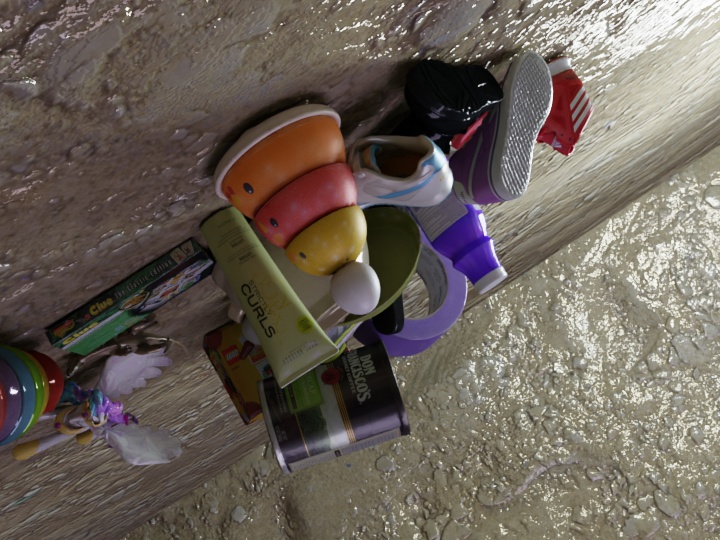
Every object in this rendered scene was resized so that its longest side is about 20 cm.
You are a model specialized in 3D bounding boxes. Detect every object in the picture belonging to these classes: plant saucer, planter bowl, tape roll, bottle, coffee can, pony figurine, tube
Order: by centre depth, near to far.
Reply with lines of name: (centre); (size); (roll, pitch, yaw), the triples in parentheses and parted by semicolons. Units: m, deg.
tube: (-0.106, 0.024, 1.055); (0.058, 0.201, 0.052); (-36, 170, 26)
planter bowl: (-0.066, 0.003, 1.186); (0.199, 0.135, 0.200); (-37, 169, -8)
plant saucer: (0.000, 0.000, 1.298); (0.199, 0.201, 0.031); (-34, 129, 7)
bottle: (0.128, -0.064, 1.308); (0.083, 0.201, 0.065); (-39, 166, 26)
pony figurine: (-0.356, 0.200, 1.308); (0.199, 0.169, 0.192); (-22, 170, 40)
coffee can: (-0.039, 0.204, 1.422); (0.197, 0.148, 0.146); (-18, 167, -3)
tape roll: (0.063, 0.028, 1.508); (0.198, 0.201, 0.085); (-26, 166, -26)

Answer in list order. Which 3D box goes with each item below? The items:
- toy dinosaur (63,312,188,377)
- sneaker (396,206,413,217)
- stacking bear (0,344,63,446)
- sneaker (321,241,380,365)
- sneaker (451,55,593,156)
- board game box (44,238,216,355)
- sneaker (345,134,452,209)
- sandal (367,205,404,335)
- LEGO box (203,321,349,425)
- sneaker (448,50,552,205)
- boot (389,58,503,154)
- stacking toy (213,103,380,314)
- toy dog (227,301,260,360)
toy dinosaur: (-0.292, 0.092, 1.250); (0.198, 0.059, 0.101); (-8, 170, -46)
sneaker: (0.136, -0.111, 1.440); (0.199, 0.076, 0.105); (-35, 164, -11)
stacking bear: (-0.385, 0.131, 1.016); (0.113, 0.123, 0.200); (-26, 178, 6)
sneaker: (-0.026, 0.045, 1.356); (0.201, 0.074, 0.081); (-57, 145, 8)
sneaker: (0.218, -0.188, 1.246); (0.199, 0.116, 0.078); (-32, 168, -3)
board game box: (-0.263, 0.034, 1.123); (0.199, 0.024, 0.105); (-33, 170, -3)
sneaker: (-0.004, -0.106, 1.028); (0.197, 0.078, 0.081); (-8, 154, 14)
sandal: (0.041, -0.008, 1.397); (0.048, 0.204, 0.075); (-14, -162, -39)
LEGO box: (-0.134, 0.134, 1.554); (0.198, 0.150, 0.077); (-27, 169, -20)
sneaker: (0.160, -0.172, 1.160); (0.114, 0.072, 0.203); (-9, -126, 53)
boot: (0.065, -0.160, 1.081); (0.162, 0.074, 0.198); (-40, 170, 31)
stacking toy: (-0.041, -0.047, 0.936); (0.145, 0.201, 0.146); (-30, 168, -7)
toy dog: (-0.133, 0.081, 1.451); (0.199, 0.132, 0.097); (4, 121, -56)
